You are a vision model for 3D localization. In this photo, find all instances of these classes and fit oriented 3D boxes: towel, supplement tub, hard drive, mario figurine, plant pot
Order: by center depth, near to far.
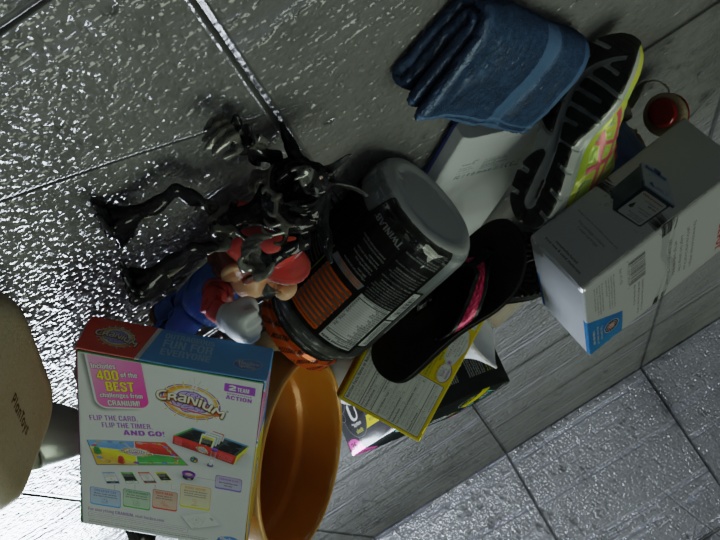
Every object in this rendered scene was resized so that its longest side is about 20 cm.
[{"bbox_3d":[0.121,-0.170,0.765,0.198,0.049,0.112,-1,142,-51],"label":"towel"},{"bbox_3d":[-0.107,0.026,0.780,0.105,0.125,0.199,9,142,-46],"label":"mario figurine"},{"bbox_3d":[0.000,0.000,0.862,0.200,0.124,0.121,-42,155,27],"label":"supplement tub"},{"bbox_3d":[-0.138,0.179,0.939,0.179,0.205,0.200,5,169,22],"label":"plant pot"},{"bbox_3d":[0.110,-0.089,0.948,0.130,0.026,0.201,-17,153,-33],"label":"hard drive"}]

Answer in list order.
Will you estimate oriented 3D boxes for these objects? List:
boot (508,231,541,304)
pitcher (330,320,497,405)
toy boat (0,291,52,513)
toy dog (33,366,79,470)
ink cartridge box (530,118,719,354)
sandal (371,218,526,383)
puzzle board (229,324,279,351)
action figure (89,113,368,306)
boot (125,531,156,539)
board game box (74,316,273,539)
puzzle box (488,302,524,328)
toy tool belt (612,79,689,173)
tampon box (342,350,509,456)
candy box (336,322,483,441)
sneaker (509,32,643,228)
[{"bbox_3d":[0.157,0.017,1.105,0.206,0.081,0.158,-6,163,19],"label":"boot"},{"bbox_3d":[0.036,0.058,1.000,0.196,0.174,0.122,-17,-156,14],"label":"pitcher"},{"bbox_3d":[-0.316,0.091,0.668,0.128,0.133,0.202,8,141,1],"label":"toy boat"},{"bbox_3d":[-0.267,0.124,0.817,0.197,0.131,0.098,-24,116,-32],"label":"toy dog"},{"bbox_3d":[0.278,-0.030,0.905,0.199,0.086,0.147,-38,147,-6],"label":"ink cartridge box"},{"bbox_3d":[0.088,0.030,0.880,0.200,0.075,0.045,-45,153,0],"label":"sandal"},{"bbox_3d":[-0.095,0.098,1.084,0.148,0.018,0.201,-25,157,-20],"label":"puzzle board"},{"bbox_3d":[-0.090,-0.045,0.662,0.196,0.121,0.102,-22,175,-5],"label":"action figure"},{"bbox_3d":[-0.184,0.234,1.051,0.196,0.165,0.067,-15,123,-12],"label":"boot"},{"bbox_3d":[-0.156,0.142,0.748,0.149,0.041,0.203,10,124,-2],"label":"board game box"},{"bbox_3d":[0.242,-0.023,1.174,0.200,0.025,0.134,-50,-176,35],"label":"puzzle box"},{"bbox_3d":[0.261,-0.117,0.963,0.200,0.126,0.122,-42,164,24],"label":"toy tool belt"},{"bbox_3d":[0.073,0.147,1.234,0.197,0.128,0.150,-14,162,-36],"label":"tampon box"},{"bbox_3d":[0.065,0.065,0.930,0.203,0.101,0.026,-61,-172,1],"label":"candy box"},{"bbox_3d":[0.222,-0.134,0.883,0.089,0.078,0.203,5,120,-42],"label":"sneaker"}]
